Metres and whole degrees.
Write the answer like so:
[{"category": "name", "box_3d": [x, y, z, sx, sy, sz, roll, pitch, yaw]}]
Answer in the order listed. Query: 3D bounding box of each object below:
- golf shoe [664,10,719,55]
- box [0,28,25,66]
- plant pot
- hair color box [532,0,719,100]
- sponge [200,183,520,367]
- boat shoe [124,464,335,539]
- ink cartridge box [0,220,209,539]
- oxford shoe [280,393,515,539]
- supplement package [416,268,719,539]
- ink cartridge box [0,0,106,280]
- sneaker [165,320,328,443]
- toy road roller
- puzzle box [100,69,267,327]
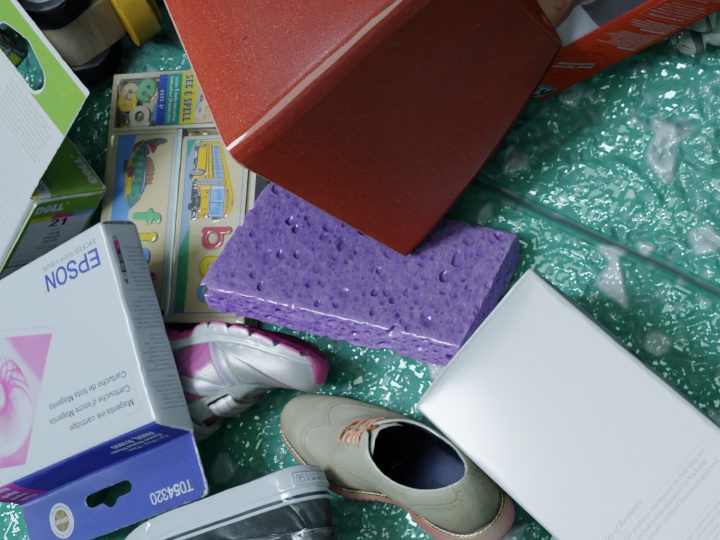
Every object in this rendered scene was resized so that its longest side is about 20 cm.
[{"category": "golf shoe", "box_3d": [0.236, -0.248, 0.922, 0.097, 0.078, 0.201, -12, 79, -3]}, {"category": "box", "box_3d": [-0.379, -0.130, 1.074, 0.200, 0.137, 0.038, -48, 69, 5]}, {"category": "plant pot", "box_3d": [0.010, -0.161, 0.873, 0.176, 0.200, 0.200, -37, 56, 19]}, {"category": "hair color box", "box_3d": [0.159, -0.195, 0.880, 0.200, 0.061, 0.102, -25, 69, 51]}, {"category": "sponge", "box_3d": [0.000, 0.000, 0.944, 0.199, 0.030, 0.112, 13, 51, 22]}, {"category": "boat shoe", "box_3d": [-0.098, 0.197, 0.923, 0.200, 0.072, 0.071, -31, 62, 36]}, {"category": "ink cartridge box", "box_3d": [-0.212, 0.092, 0.966, 0.196, 0.043, 0.201, -26, 75, 33]}, {"category": "oxford shoe", "box_3d": [0.015, 0.116, 0.901, 0.199, 0.074, 0.071, 18, 60, 39]}, {"category": "supplement package", "box_3d": [0.155, 0.112, 0.850, 0.200, 0.117, 0.117, 42, 96, 20]}, {"category": "ink cartridge box", "box_3d": [-0.257, -0.108, 1.016, 0.148, 0.076, 0.200, 50, 124, 20]}, {"category": "sneaker", "box_3d": [-0.113, 0.084, 0.976, 0.199, 0.081, 0.089, -1, 82, 29]}, {"category": "toy road roller", "box_3d": [-0.222, -0.259, 1.055, 0.146, 0.123, 0.200, -36, 69, -7]}, {"category": "puzzle box", "box_3d": [-0.136, -0.056, 1.033, 0.132, 0.025, 0.201, -1, 80, 19]}]
